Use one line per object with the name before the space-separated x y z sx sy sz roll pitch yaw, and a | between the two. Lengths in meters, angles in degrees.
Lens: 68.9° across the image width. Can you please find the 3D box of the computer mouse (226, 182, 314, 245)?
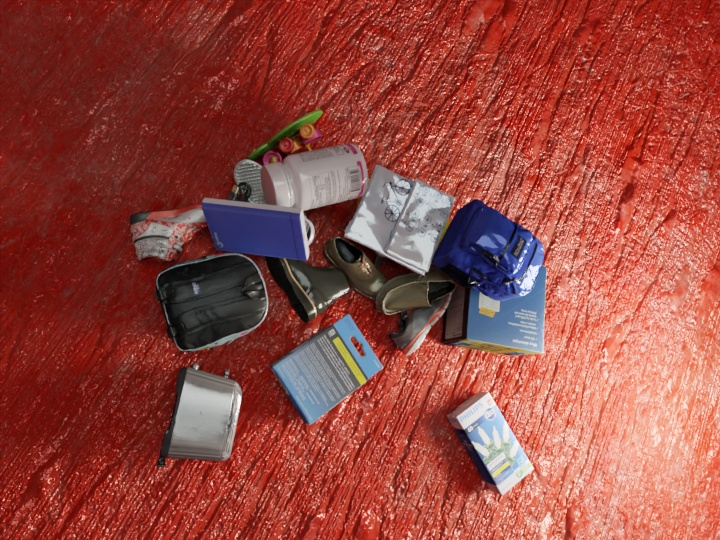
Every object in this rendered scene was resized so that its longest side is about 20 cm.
computer mouse | -0.191 -0.103 1.105 0.198 0.044 0.111 23 96 -3

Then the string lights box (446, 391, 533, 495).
string lights box | 0.296 0.393 1.205 0.102 0.059 0.201 -30 89 -18

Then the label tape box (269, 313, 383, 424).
label tape box | -0.073 0.210 1.129 0.199 0.063 0.145 -33 89 -20

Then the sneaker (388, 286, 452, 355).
sneaker | 0.138 0.096 1.212 0.082 0.077 0.201 38 71 1

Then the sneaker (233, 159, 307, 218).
sneaker | -0.198 -0.158 1.152 0.078 0.079 0.200 -42 103 2

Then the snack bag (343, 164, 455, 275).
snack bag | 0.086 -0.116 1.124 0.198 0.021 0.190 25 78 -5

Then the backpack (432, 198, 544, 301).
backpack | 0.278 -0.029 1.090 0.199 0.168 0.164 33 79 -9

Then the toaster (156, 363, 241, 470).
toaster | -0.308 0.289 1.019 0.128 0.114 0.203 13 74 -16

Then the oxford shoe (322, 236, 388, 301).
oxford shoe | 0.000 0.000 1.187 0.199 0.075 0.071 38 70 -7

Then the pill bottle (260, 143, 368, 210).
pill bottle | -0.094 -0.185 1.068 0.198 0.113 0.115 -16 84 -22

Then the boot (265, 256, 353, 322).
boot | -0.117 -0.003 1.166 0.138 0.077 0.202 -29 91 -31

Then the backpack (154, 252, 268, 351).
backpack | -0.287 0.060 1.050 0.198 0.151 0.180 -18 87 -12

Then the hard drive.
hard drive | -0.207 -0.080 1.052 0.197 0.133 0.026 7 51 8

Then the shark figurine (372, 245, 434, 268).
shark figurine | 0.080 -0.025 1.230 0.213 0.128 0.090 25 104 -35

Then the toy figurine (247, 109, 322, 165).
toy figurine | -0.124 -0.226 1.181 0.199 0.150 0.185 -31 99 2

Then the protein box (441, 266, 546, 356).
protein box | 0.312 0.083 1.231 0.196 0.135 0.203 11 76 -14

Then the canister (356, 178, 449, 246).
canister | 0.093 -0.132 1.210 0.197 0.087 0.149 16 32 -10

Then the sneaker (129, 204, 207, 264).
sneaker | -0.372 -0.073 1.098 0.199 0.067 0.109 -9 83 -15

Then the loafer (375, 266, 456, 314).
loafer | 0.128 0.046 1.175 0.198 0.070 0.076 -24 122 -8
